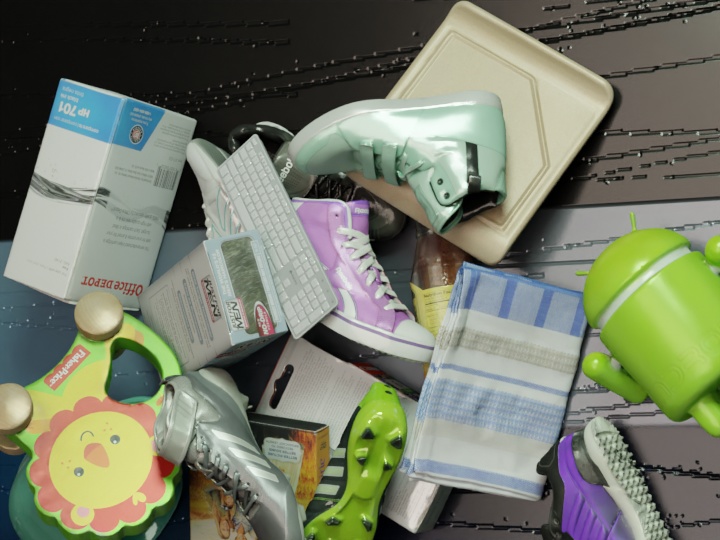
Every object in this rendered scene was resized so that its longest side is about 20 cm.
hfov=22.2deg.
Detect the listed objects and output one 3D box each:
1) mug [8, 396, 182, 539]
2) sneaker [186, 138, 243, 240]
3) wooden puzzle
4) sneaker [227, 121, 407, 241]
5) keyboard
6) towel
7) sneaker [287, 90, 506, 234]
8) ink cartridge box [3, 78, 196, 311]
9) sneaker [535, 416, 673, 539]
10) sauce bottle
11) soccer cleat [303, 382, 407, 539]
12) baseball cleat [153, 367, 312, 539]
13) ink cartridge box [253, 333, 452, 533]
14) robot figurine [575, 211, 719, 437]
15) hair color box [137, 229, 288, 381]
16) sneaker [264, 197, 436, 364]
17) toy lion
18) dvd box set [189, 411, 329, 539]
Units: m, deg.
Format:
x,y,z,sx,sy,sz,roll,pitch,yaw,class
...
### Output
x,y,z,sx,sy,sz,roll,pitch,yaw,class
-0.254,0.206,1.785,0.114,0.152,0.185,39,66,22,mug
-0.124,-0.038,1.785,0.080,0.070,0.201,-38,74,18,sneaker
0.109,-0.127,1.695,0.184,0.037,0.201,32,82,21,wooden puzzle
-0.049,-0.085,1.745,0.199,0.090,0.067,31,99,21,sneaker
-0.077,-0.033,1.682,0.056,0.011,0.201,-37,60,18,keyboard
0.125,0.103,1.647,0.146,0.024,0.202,14,94,-22,towel
0.034,-0.088,1.637,0.198,0.074,0.119,-10,64,7,sneaker
-0.252,-0.072,1.798,0.085,0.146,0.202,20,93,24,ink cartridge box
0.216,0.240,1.630,0.099,0.069,0.202,-29,74,26,sneaker
0.080,0.024,1.700,0.065,0.066,0.202,-13,76,21,sauce bottle
-0.007,0.194,1.666,0.067,0.081,0.201,21,116,-10,soccer cleat
-0.125,0.180,1.656,0.201,0.106,0.070,59,137,29,baseball cleat
0.002,0.150,1.730,0.199,0.050,0.110,29,98,23,ink cartridge box
0.273,0.048,1.589,0.176,0.115,0.200,-47,71,21,robot figurine
-0.142,0.040,1.728,0.200,0.060,0.100,-33,72,62,hair color box
0.000,0.000,1.671,0.200,0.073,0.115,30,96,20,sneaker
-0.237,0.146,1.701,0.191,0.069,0.200,36,66,14,toy lion
-0.097,0.236,1.743,0.145,0.029,0.202,7,104,28,dvd box set
